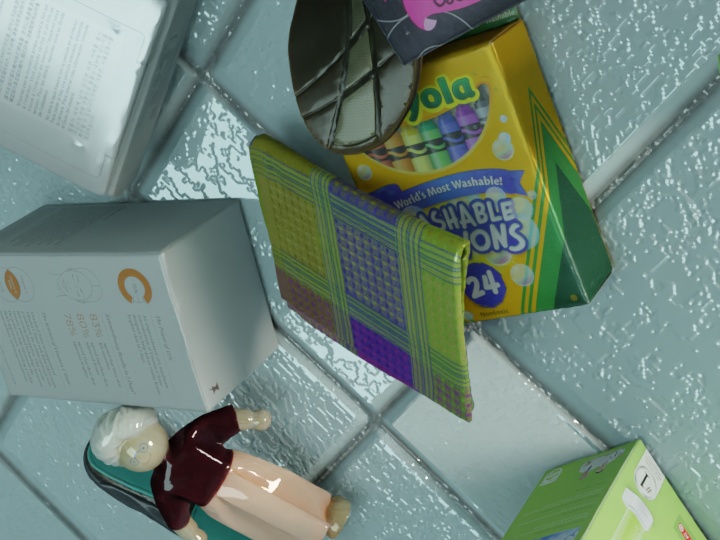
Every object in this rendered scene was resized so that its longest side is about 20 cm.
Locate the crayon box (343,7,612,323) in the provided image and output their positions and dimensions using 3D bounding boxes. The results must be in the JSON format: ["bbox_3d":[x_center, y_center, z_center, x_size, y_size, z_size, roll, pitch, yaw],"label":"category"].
[{"bbox_3d":[0.059,-0.067,0.756,0.126,0.052,0.200,-12,109,35],"label":"crayon box"}]

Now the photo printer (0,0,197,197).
[{"bbox_3d":[-0.224,-0.162,0.836,0.200,0.069,0.167,26,117,4],"label":"photo printer"}]

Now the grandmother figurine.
[{"bbox_3d":[-0.107,0.155,0.930,0.200,0.061,0.121,28,87,-16],"label":"grandmother figurine"}]

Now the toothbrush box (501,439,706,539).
[{"bbox_3d":[0.148,0.226,0.771,0.086,0.200,0.146,-28,100,39],"label":"toothbrush box"}]

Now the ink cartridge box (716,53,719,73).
[{"bbox_3d":[0.278,-0.102,0.540,0.200,0.145,0.084,-10,111,36],"label":"ink cartridge box"}]

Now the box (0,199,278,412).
[{"bbox_3d":[-0.179,0.023,0.924,0.200,0.097,0.125,1,116,32],"label":"box"}]

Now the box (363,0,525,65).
[{"bbox_3d":[0.082,-0.210,0.604,0.200,0.115,0.132,-22,110,35],"label":"box"}]

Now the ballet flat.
[{"bbox_3d":[-0.137,0.192,1.021,0.200,0.073,0.073,27,127,8],"label":"ballet flat"}]

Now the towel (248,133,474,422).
[{"bbox_3d":[0.000,0.000,0.795,0.200,0.023,0.144,30,141,41],"label":"towel"}]

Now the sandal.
[{"bbox_3d":[-0.004,-0.167,0.719,0.082,0.055,0.200,-15,82,25],"label":"sandal"}]
